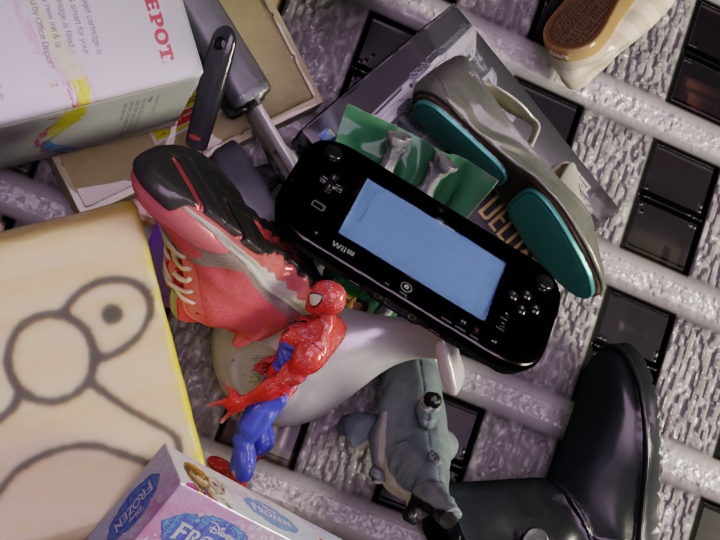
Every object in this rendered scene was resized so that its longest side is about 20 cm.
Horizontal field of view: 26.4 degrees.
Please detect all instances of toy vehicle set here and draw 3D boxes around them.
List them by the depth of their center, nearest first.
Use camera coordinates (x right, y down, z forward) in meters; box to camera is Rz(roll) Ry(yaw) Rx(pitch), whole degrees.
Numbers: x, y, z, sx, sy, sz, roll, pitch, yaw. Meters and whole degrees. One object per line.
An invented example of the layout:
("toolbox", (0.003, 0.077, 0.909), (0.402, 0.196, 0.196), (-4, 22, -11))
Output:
("toy vehicle set", (-0.141, -0.134, 1.108), (0.198, 0.026, 0.125), (-27, 90, -16))

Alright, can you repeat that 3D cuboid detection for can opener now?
("can opener", (-0.099, -0.120, 1.076), (0.066, 0.053, 0.201), (-32, 90, -15))

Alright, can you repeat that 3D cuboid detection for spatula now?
("spatula", (-0.114, -0.070, 1.063), (0.056, 0.020, 0.202), (23, 110, 24))

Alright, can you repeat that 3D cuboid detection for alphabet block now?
("alphabet block", (-0.221, 0.083, 0.972), (0.198, 0.196, 0.198), (-14, 87, -16))

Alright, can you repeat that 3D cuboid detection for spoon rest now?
("spoon rest", (-0.016, 0.061, 1.055), (0.061, 0.198, 0.101), (-38, 120, -57))

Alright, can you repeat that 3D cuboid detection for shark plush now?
("shark plush", (0.032, 0.111, 1.047), (0.090, 0.200, 0.084), (17, 111, -1))

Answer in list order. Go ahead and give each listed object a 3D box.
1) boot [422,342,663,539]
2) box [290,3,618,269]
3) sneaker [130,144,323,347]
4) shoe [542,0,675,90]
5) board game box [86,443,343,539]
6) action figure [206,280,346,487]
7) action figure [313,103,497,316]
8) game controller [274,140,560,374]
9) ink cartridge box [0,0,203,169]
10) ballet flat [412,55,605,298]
("boot", (0.130, 0.155, 1.113), (0.166, 0.076, 0.203), (0, 89, -18))
("box", (0.071, -0.070, 1.142), (0.157, 0.050, 0.201), (-40, 93, -15))
("sneaker", (-0.093, -0.002, 0.960), (0.086, 0.200, 0.074), (-37, 54, 8))
("shoe", (0.210, -0.223, 1.202), (0.200, 0.070, 0.054), (-50, 138, -19))
("board game box", (-0.100, 0.227, 0.926), (0.199, 0.041, 0.200), (33, 101, -34))
("action figure", (-0.060, 0.080, 1.011), (0.052, 0.201, 0.065), (38, 33, 5))
("action figure", (0.000, 0.000, 1.081), (0.117, 0.055, 0.202), (27, 107, 1))
("game controller", (0.038, -0.009, 0.997), (0.199, 0.042, 0.105), (31, 33, -3))
("ink cartridge box", (-0.221, -0.154, 1.001), (0.198, 0.145, 0.147), (-15, 86, -15))
("ballet flat", (0.120, -0.071, 1.095), (0.200, 0.067, 0.064), (48, 68, -3))
